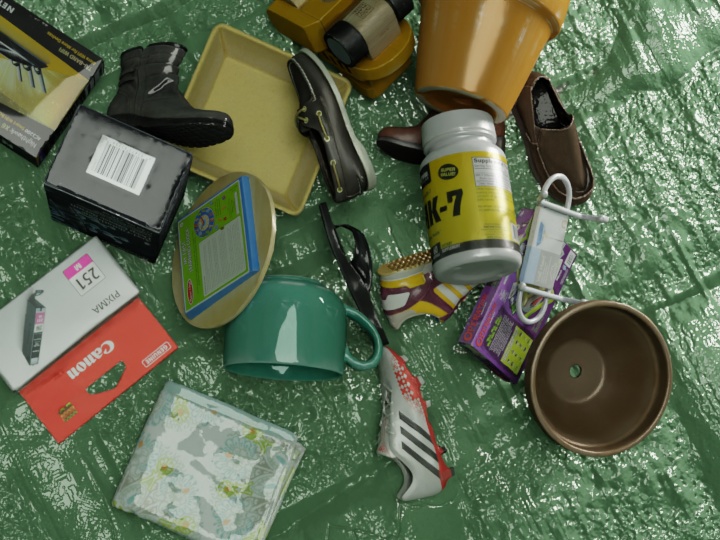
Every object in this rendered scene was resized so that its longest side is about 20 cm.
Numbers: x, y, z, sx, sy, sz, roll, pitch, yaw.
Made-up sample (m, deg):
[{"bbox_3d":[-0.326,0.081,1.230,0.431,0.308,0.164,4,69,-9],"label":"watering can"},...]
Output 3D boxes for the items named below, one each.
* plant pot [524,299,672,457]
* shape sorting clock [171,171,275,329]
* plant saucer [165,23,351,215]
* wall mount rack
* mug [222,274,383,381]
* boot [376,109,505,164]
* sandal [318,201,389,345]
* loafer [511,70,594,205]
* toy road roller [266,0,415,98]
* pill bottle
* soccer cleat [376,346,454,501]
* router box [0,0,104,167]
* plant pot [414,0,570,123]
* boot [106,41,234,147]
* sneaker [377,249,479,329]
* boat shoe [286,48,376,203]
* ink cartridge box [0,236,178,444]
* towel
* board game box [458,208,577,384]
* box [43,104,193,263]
[{"bbox_3d":[0.297,0.136,1.750,0.199,0.093,0.203,-1,94,-16],"label":"plant pot"},{"bbox_3d":[-0.170,-0.025,1.664,0.039,0.199,0.202,23,74,-43],"label":"shape sorting clock"},{"bbox_3d":[-0.137,-0.194,1.760,0.198,0.048,0.202,23,78,-6],"label":"plant saucer"},{"bbox_3d":[0.242,-0.028,1.708,0.173,0.074,0.202,14,89,-47],"label":"wall mount rack"},{"bbox_3d":[-0.080,0.073,1.679,0.184,0.151,0.116,12,75,-35],"label":"mug"},{"bbox_3d":[0.110,-0.247,1.804,0.186,0.068,0.202,1,80,-10],"label":"boot"},{"bbox_3d":[0.000,0.001,1.735,0.048,0.075,0.202,-24,85,-1],"label":"sandal"},{"bbox_3d":[0.259,-0.178,1.808,0.073,0.071,0.201,-32,99,-13],"label":"loafer"},{"bbox_3d":[-0.014,-0.319,1.783,0.123,0.146,0.199,-45,53,-14],"label":"toy road roller"},{"bbox_3d":[0.135,-0.093,1.691,0.113,0.114,0.202,-4,73,-11],"label":"pill bottle"},{"bbox_3d":[0.051,0.198,1.720,0.084,0.069,0.202,-21,89,-17],"label":"soccer cleat"},{"bbox_3d":[-0.453,-0.254,1.710,0.199,0.052,0.158,32,77,-4],"label":"router box"},{"bbox_3d":[0.152,-0.297,1.723,0.198,0.200,0.185,18,81,-7],"label":"plant pot"},{"bbox_3d":[-0.238,-0.229,1.690,0.198,0.070,0.133,5,72,26],"label":"boot"},{"bbox_3d":[0.118,0.018,1.766,0.198,0.075,0.091,-13,105,-16],"label":"sneaker"},{"bbox_3d":[-0.048,-0.185,1.714,0.060,0.072,0.203,-26,89,-17],"label":"boat shoe"},{"bbox_3d":[-0.356,0.087,1.676,0.200,0.044,0.174,-39,88,-14],"label":"ink cartridge box"},{"bbox_3d":[-0.187,0.253,1.676,0.198,0.048,0.173,24,76,-5],"label":"towel"},{"bbox_3d":[0.209,0.034,1.762,0.120,0.032,0.201,42,70,-45],"label":"board game box"},{"bbox_3d":[-0.296,-0.101,1.637,0.147,0.200,0.108,23,77,-5],"label":"box"}]
